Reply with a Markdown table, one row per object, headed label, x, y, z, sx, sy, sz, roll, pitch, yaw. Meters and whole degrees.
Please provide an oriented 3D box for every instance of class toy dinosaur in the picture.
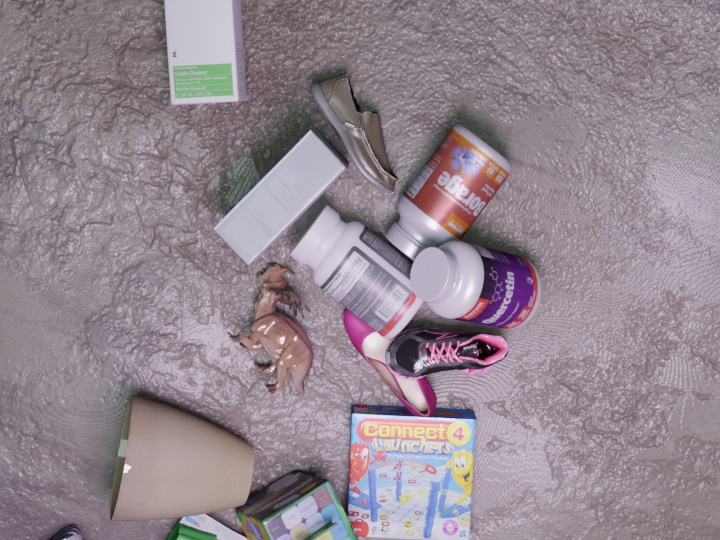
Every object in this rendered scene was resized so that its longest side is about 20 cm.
| label | x | y | z | sx | sy | sz | roll | pitch | yaw |
| --- | --- | --- | --- | --- | --- | --- | --- | --- | --- |
| toy dinosaur | -0.116 | 0.101 | 1.729 | 0.135 | 0.086 | 0.201 | -35 | 102 | -2 |

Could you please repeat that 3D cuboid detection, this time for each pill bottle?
| label | x | y | z | sx | sy | sz | roll | pitch | yaw |
| --- | --- | --- | --- | --- | --- | --- | --- | --- | --- |
| pill bottle | 0.127 | -0.107 | 1.680 | 0.112 | 0.112 | 0.201 | 36 | 97 | -4 |
| pill bottle | 0.000 | 0.000 | 1.694 | 0.199 | 0.116 | 0.116 | 38 | 97 | -4 |
| pill bottle | 0.168 | 0.021 | 1.652 | 0.198 | 0.112 | 0.114 | 11 | 100 | -42 |

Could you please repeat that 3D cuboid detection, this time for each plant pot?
| label | x | y | z | sx | sy | sz | roll | pitch | yaw |
| --- | --- | --- | --- | --- | --- | --- | --- | --- | --- |
| plant pot | -0.268 | 0.300 | 1.720 | 0.197 | 0.187 | 0.190 | 11 | 98 | -14 |

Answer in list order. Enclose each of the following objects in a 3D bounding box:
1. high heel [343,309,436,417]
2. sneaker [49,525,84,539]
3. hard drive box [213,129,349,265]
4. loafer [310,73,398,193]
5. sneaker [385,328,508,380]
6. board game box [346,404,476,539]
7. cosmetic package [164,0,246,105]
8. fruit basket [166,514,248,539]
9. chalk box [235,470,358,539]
| label | x | y | z | sx | sy | sz | roll | pitch | yaw |
| --- | --- | --- | --- | --- | --- | --- | --- | --- | --- |
| high heel | 0.043 | 0.141 | 1.722 | 0.067 | 0.096 | 0.201 | -35 | 96 | 5 |
| sneaker | -0.510 | 0.498 | 1.792 | 0.199 | 0.074 | 0.088 | -36 | 101 | 4 |
| hard drive box | -0.112 | -0.111 | 1.661 | 0.200 | 0.156 | 0.077 | -44 | 94 | 5 |
| loafer | 0.003 | -0.208 | 1.686 | 0.069 | 0.075 | 0.201 | -33 | 96 | 9 |
| sneaker | 0.134 | 0.120 | 1.688 | 0.197 | 0.095 | 0.080 | -3 | 83 | -24 |
| board game box | 0.078 | 0.317 | 1.767 | 0.197 | 0.056 | 0.199 | 2 | 98 | 0 |
| cosmetic package | -0.230 | -0.349 | 1.665 | 0.106 | 0.085 | 0.203 | -4 | 99 | 4 |
| fruit basket | -0.235 | 0.493 | 1.792 | 0.199 | 0.094 | 0.187 | 31 | 98 | -19 |
| chalk box | -0.087 | 0.393 | 1.692 | 0.123 | 0.200 | 0.125 | -28 | 98 | -21 |
